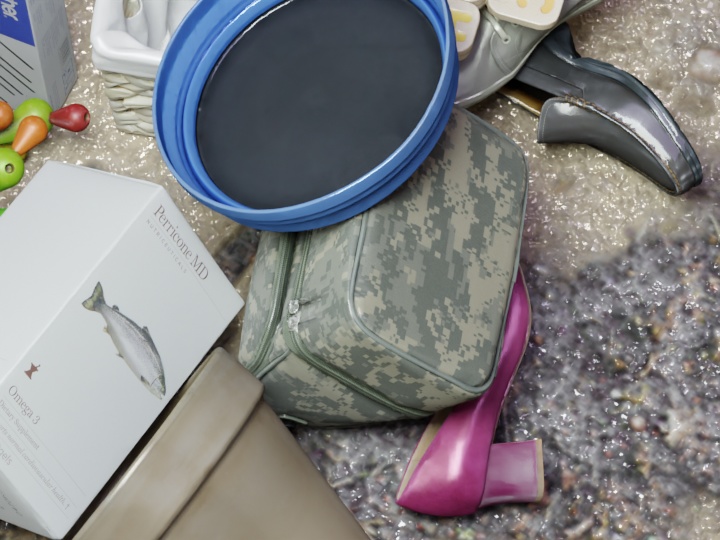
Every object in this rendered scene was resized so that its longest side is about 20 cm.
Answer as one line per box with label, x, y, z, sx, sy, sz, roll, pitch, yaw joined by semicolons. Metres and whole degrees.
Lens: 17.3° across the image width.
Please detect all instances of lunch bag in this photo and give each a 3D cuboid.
lunch bag;0.000;0.000;1.517;0.139;0.167;0.201;25;61;-31

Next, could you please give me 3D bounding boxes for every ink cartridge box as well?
ink cartridge box;-0.244;-0.175;1.559;0.094;0.200;0.044;22;67;8

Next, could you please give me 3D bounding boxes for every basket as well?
basket;-0.073;-0.162;1.602;0.199;0.123;0.136;8;65;1

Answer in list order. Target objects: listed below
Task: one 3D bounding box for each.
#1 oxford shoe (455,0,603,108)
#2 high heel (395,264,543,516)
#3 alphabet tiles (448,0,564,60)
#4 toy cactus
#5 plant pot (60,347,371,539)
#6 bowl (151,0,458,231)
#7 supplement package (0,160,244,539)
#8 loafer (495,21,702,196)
oxford shoe;0.099;-0.177;1.589;0.200;0.058;0.075;-36;65;-6
high heel;0.061;0.060;1.539;0.095;0.067;0.201;-2;78;-13
alphabet tiles;0.050;-0.233;1.564;0.195;0.015;0.201;17;65;5
toy cactus;-0.280;-0.045;1.574;0.164;0.102;0.201;17;68;26
plant pot;-0.081;0.176;1.431;0.173;0.200;0.200;39;69;-4
bowl;-0.032;-0.114;1.458;0.200;0.039;0.201;-11;59;19
supplement package;-0.191;0.047;1.481;0.117;0.117;0.200;13;57;44
loafer;0.146;-0.109;1.617;0.072;0.073;0.200;-42;64;-14
